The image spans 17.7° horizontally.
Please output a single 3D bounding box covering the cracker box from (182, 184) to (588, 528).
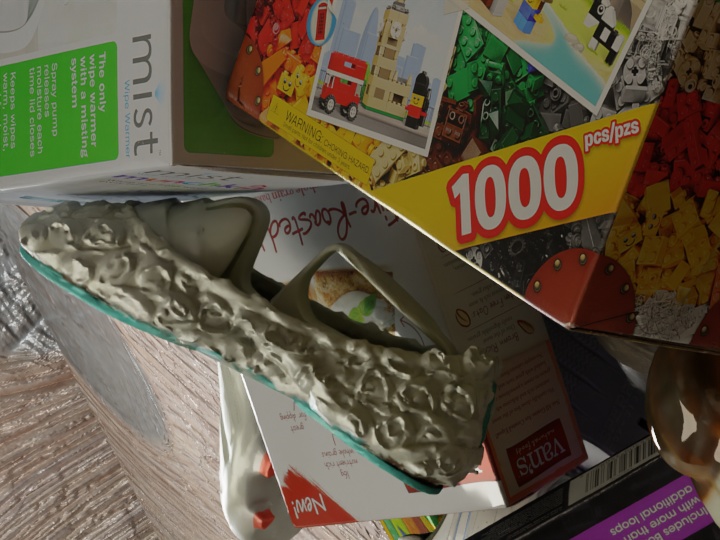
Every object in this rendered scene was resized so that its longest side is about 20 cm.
[{"bbox_3d":[0.000,0.000,0.941,0.133,0.057,0.202,-13,99,48],"label":"cracker box"}]

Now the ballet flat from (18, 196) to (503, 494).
[{"bbox_3d":[-0.032,0.011,0.875,0.199,0.072,0.072,29,159,10],"label":"ballet flat"}]

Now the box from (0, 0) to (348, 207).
[{"bbox_3d":[-0.084,-0.129,0.885,0.176,0.096,0.202,-2,87,51],"label":"box"}]

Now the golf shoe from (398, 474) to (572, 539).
[{"bbox_3d":[0.051,0.162,1.045,0.097,0.078,0.201,40,123,31],"label":"golf shoe"}]

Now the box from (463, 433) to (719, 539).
[{"bbox_3d":[0.117,0.175,0.896,0.201,0.142,0.036,55,-164,-12],"label":"box"}]

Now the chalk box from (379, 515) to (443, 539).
[{"bbox_3d":[0.090,0.130,1.140,0.201,0.123,0.125,61,166,-6],"label":"chalk box"}]

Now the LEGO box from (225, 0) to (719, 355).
[{"bbox_3d":[0.058,-0.084,0.731,0.200,0.077,0.150,35,110,48],"label":"LEGO box"}]

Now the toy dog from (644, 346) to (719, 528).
[{"bbox_3d":[0.173,0.077,0.724,0.200,0.139,0.195,44,158,50],"label":"toy dog"}]

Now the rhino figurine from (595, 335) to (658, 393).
[{"bbox_3d":[0.129,0.024,0.905,0.087,0.060,0.200,37,174,26],"label":"rhino figurine"}]

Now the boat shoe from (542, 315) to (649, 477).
[{"bbox_3d":[0.083,0.053,1.011,0.200,0.074,0.067,43,154,-7],"label":"boat shoe"}]

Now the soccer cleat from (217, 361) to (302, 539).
[{"bbox_3d":[-0.039,0.032,1.081,0.077,0.069,0.202,29,121,44],"label":"soccer cleat"}]
